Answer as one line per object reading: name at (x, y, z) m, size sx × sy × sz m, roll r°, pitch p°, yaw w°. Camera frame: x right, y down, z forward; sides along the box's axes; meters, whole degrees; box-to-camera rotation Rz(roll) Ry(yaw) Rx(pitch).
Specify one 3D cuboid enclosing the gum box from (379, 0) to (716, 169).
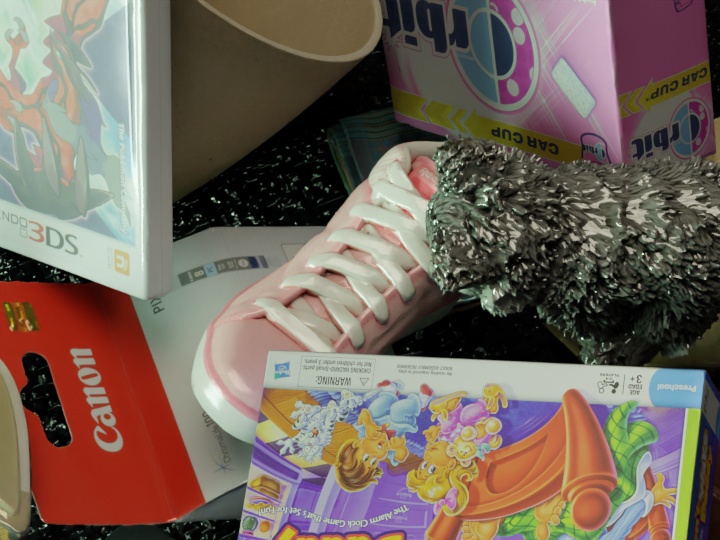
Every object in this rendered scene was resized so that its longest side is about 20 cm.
gum box at (0.087, -0.123, 1.362) m, size 0.066 × 0.114 × 0.199 m, roll -23°, pitch 27°, yaw -32°

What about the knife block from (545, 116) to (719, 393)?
knife block at (0.184, 0.036, 1.318) m, size 0.200 × 0.064 × 0.175 m, roll -39°, pitch 65°, yaw -20°

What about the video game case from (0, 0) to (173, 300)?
video game case at (-0.161, -0.102, 1.306) m, size 0.181 × 0.202 × 0.023 m, roll 18°, pitch 25°, yaw 40°

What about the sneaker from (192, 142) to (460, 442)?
sneaker at (0.000, 0.000, 1.274) m, size 0.075 × 0.105 × 0.200 m, roll 41°, pitch 42°, yaw 13°

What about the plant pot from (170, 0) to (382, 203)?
plant pot at (-0.120, -0.110, 1.390) m, size 0.187 × 0.200 × 0.188 m, roll 30°, pitch 31°, yaw -21°

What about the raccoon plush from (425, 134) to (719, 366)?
raccoon plush at (0.121, -0.034, 1.189) m, size 0.199 × 0.134 × 0.097 m, roll -31°, pitch 54°, yaw 31°

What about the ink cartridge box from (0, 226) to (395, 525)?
ink cartridge box at (-0.078, 0.048, 1.310) m, size 0.199 × 0.047 × 0.161 m, roll 0°, pitch 46°, yaw -28°

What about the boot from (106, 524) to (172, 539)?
boot at (-0.078, 0.200, 1.188) m, size 0.199 × 0.066 × 0.164 m, roll 33°, pitch 28°, yaw 25°

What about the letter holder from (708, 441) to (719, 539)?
letter holder at (0.136, 0.132, 1.186) m, size 0.199 × 0.100 × 0.143 m, roll 33°, pitch 96°, yaw 28°

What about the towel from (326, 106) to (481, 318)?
towel at (0.093, -0.054, 1.437) m, size 0.198 × 0.022 × 0.147 m, roll -17°, pitch 51°, yaw -7°

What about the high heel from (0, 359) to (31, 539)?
high heel at (-0.218, 0.094, 1.290) m, size 0.071 × 0.143 × 0.200 m, roll -15°, pitch 50°, yaw -34°

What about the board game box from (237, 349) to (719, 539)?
board game box at (0.049, 0.109, 1.142) m, size 0.198 × 0.045 × 0.136 m, roll 2°, pitch 69°, yaw 19°
